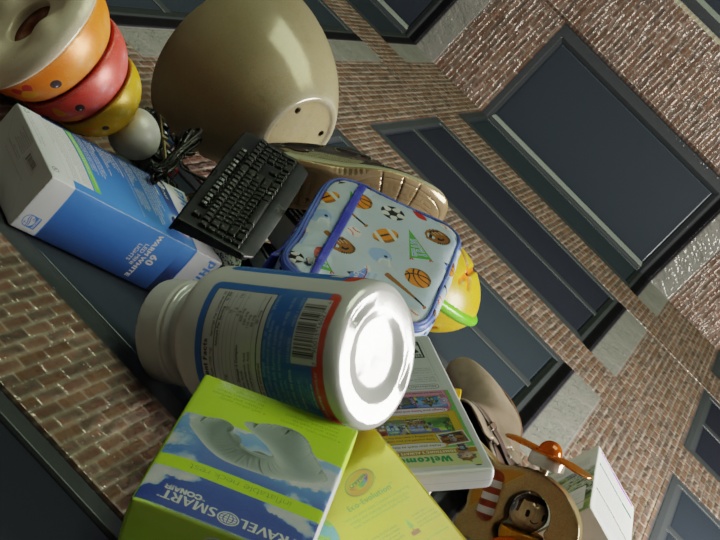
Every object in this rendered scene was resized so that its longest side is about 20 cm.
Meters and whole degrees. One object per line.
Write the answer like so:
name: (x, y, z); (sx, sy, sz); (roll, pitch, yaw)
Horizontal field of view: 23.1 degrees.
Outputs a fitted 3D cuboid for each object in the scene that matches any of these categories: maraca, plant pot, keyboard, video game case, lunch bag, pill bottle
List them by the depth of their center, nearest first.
pill bottle: (-0.068, 0.054, 1.328); (0.199, 0.113, 0.112); (6, -10, 35)
video game case: (-0.014, 0.117, 1.419); (0.199, 0.022, 0.182); (-2, 34, -17)
keyboard: (-0.124, -0.079, 1.550); (0.127, 0.021, 0.200); (24, 28, 2)
lunch bag: (0.000, 0.000, 1.602); (0.160, 0.076, 0.200); (27, 33, 1)
plant pot: (-0.100, -0.180, 1.836); (0.135, 0.201, 0.200); (48, 15, 34)
maraca: (0.056, -0.004, 1.974); (0.200, 0.107, 0.137); (38, 8, -23)

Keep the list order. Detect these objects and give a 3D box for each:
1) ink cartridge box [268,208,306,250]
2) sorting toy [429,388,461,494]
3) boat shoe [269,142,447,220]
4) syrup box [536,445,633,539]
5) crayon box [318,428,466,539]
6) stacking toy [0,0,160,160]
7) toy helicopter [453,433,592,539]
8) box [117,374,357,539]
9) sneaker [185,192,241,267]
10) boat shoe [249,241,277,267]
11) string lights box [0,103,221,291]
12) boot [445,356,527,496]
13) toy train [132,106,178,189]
ink cartridge box: (-0.042, -0.044, 1.743); (0.094, 0.044, 0.200); (-11, 46, -38)
sorting toy: (-0.015, 0.129, 1.507); (0.179, 0.107, 0.200); (25, 15, 1)
boat shoe: (-0.011, -0.088, 1.718); (0.199, 0.072, 0.065); (9, 36, -16)
syrup box: (0.217, 0.250, 1.737); (0.082, 0.079, 0.200); (60, 14, -4)
crayon box: (0.010, 0.211, 1.267); (0.127, 0.051, 0.200); (-24, 64, -34)
stacking toy: (-0.247, -0.172, 1.615); (0.200, 0.146, 0.146); (46, 10, -38)
toy helicopter: (0.126, 0.184, 1.604); (0.200, 0.132, 0.079); (49, 16, 18)
box: (-0.082, 0.151, 1.178); (0.121, 0.048, 0.200); (20, 26, 2)
sneaker: (-0.134, -0.028, 1.652); (0.076, 0.089, 0.200); (1, 1, -2)
boat shoe: (-0.016, 0.013, 1.774); (0.200, 0.091, 0.071); (37, 16, -25)
string lights box: (-0.217, -0.053, 1.482); (0.200, 0.059, 0.103); (29, 21, -45)
boot: (0.114, 0.154, 1.741); (0.201, 0.070, 0.146); (64, 10, 28)
toy train: (-0.199, -0.107, 1.724); (0.046, 0.034, 0.200); (41, 15, -27)
